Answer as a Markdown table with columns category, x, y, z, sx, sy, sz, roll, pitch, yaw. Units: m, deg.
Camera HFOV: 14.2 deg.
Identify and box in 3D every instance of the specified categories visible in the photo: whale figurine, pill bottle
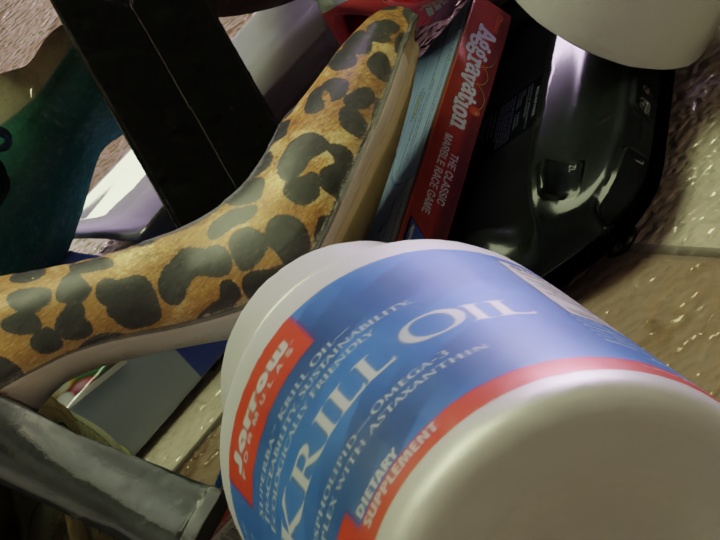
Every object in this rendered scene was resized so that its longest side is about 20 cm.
| category | x | y | z | sx | sy | sz | roll | pitch | yaw |
| --- | --- | --- | --- | --- | --- | --- | --- | --- | --- |
| whale figurine | -0.155 | -0.013 | 1.181 | 0.200 | 0.104 | 0.159 | -41 | -15 | 3 |
| pill bottle | 0.026 | 0.055 | 0.752 | 0.112 | 0.112 | 0.200 | -44 | 22 | -4 |

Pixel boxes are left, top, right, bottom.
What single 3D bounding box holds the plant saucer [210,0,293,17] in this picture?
| category | x | y | z | sx | sy | sz | roll | pitch | yaw |
| --- | --- | --- | --- | --- | --- | --- | --- | --- | --- |
| plant saucer | -0.003 | -0.182 | 1.201 | 0.201 | 0.037 | 0.200 | -57 | 1 | 2 |

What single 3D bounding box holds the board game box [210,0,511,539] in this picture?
| category | x | y | z | sx | sy | sz | roll | pitch | yaw |
| --- | --- | --- | --- | --- | --- | --- | --- | --- | --- |
| board game box | 0.000 | 0.000 | 0.975 | 0.103 | 0.019 | 0.200 | -46 | 17 | 40 |

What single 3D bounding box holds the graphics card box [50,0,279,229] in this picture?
| category | x | y | z | sx | sy | sz | roll | pitch | yaw |
| --- | --- | --- | --- | --- | --- | --- | --- | --- | --- |
| graphics card box | -0.066 | -0.065 | 1.049 | 0.051 | 0.126 | 0.200 | -29 | 9 | -3 |

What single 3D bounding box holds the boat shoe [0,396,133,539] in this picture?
| category | x | y | z | sx | sy | sz | roll | pitch | yaw |
| --- | --- | --- | --- | --- | --- | --- | --- | --- | --- |
| boat shoe | -0.107 | 0.108 | 0.940 | 0.073 | 0.063 | 0.201 | -33 | 23 | 21 |

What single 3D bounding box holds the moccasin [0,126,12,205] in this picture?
| category | x | y | z | sx | sy | sz | roll | pitch | yaw |
| --- | --- | --- | --- | --- | --- | --- | --- | --- | --- |
| moccasin | -0.158 | -0.027 | 1.069 | 0.068 | 0.201 | 0.080 | -14 | -5 | 12 |

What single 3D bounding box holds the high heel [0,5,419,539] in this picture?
| category | x | y | z | sx | sy | sz | roll | pitch | yaw |
| --- | --- | --- | --- | --- | --- | --- | --- | --- | --- |
| high heel | -0.074 | -0.021 | 0.921 | 0.200 | 0.142 | 0.071 | -63 | -9 | -14 |

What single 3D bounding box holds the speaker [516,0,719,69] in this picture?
| category | x | y | z | sx | sy | sz | roll | pitch | yaw |
| --- | --- | --- | --- | --- | --- | --- | --- | --- | --- |
| speaker | 0.114 | -0.161 | 0.905 | 0.081 | 0.081 | 0.200 | -76 | 9 | -55 |

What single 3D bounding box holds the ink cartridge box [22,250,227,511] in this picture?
| category | x | y | z | sx | sy | sz | roll | pitch | yaw |
| --- | --- | --- | --- | --- | --- | --- | --- | --- | --- |
| ink cartridge box | -0.121 | 0.055 | 1.098 | 0.200 | 0.042 | 0.119 | -47 | 23 | -17 |

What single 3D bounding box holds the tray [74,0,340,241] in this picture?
| category | x | y | z | sx | sy | sz | roll | pitch | yaw |
| --- | --- | --- | --- | --- | --- | --- | --- | --- | --- |
| tray | -0.042 | -0.080 | 1.229 | 0.200 | 0.022 | 0.107 | -49 | 20 | -16 |

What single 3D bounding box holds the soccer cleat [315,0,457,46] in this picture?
| category | x | y | z | sx | sy | sz | roll | pitch | yaw |
| --- | --- | --- | --- | --- | --- | --- | --- | --- | --- |
| soccer cleat | 0.026 | -0.124 | 0.991 | 0.068 | 0.073 | 0.200 | -11 | -6 | -19 |

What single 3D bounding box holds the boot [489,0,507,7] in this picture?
| category | x | y | z | sx | sy | sz | roll | pitch | yaw |
| --- | --- | --- | --- | --- | --- | --- | --- | --- | --- |
| boot | 0.075 | -0.213 | 1.112 | 0.200 | 0.151 | 0.073 | -48 | 23 | -17 |

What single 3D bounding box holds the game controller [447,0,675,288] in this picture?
| category | x | y | z | sx | sy | sz | roll | pitch | yaw |
| --- | --- | --- | --- | --- | --- | --- | --- | --- | --- |
| game controller | 0.065 | -0.051 | 0.994 | 0.104 | 0.042 | 0.200 | -46 | 16 | 33 |
